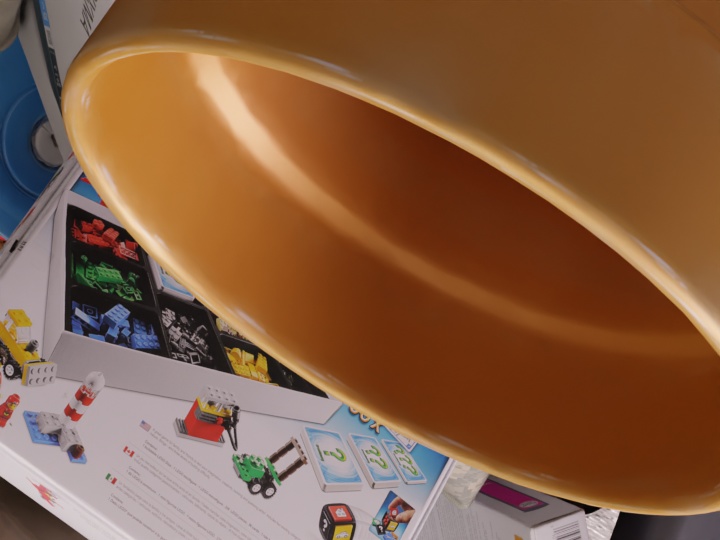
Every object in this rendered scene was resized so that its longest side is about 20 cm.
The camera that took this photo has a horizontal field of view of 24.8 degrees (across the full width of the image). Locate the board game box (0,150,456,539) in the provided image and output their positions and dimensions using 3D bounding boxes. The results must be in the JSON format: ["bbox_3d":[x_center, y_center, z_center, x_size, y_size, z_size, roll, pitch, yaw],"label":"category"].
[{"bbox_3d":[-0.061,0.055,0.637,0.200,0.127,0.035,40,153,-15],"label":"board game box"}]

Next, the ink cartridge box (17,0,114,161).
[{"bbox_3d":[-0.091,-0.078,0.666,0.177,0.045,0.200,67,161,10],"label":"ink cartridge box"}]

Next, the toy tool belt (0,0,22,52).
[{"bbox_3d":[-0.249,-0.140,0.699,0.200,0.123,0.125,43,156,2],"label":"toy tool belt"}]

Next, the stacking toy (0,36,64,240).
[{"bbox_3d":[-0.198,-0.078,0.882,0.116,0.110,0.200,40,168,-31],"label":"stacking toy"}]

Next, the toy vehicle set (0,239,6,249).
[{"bbox_3d":[-0.177,0.038,0.888,0.027,0.199,0.125,43,136,52],"label":"toy vehicle set"}]

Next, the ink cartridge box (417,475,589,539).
[{"bbox_3d":[0.066,0.157,0.876,0.200,0.037,0.095,8,111,66],"label":"ink cartridge box"}]

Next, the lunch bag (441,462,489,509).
[{"bbox_3d":[0.000,0.000,0.754,0.200,0.118,0.164,33,157,8],"label":"lunch bag"}]

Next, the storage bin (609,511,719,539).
[{"bbox_3d":[0.208,0.181,0.858,0.199,0.135,0.146,31,159,0],"label":"storage bin"}]

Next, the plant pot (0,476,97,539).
[{"bbox_3d":[-0.107,0.098,0.719,0.200,0.173,0.200,41,160,18],"label":"plant pot"}]

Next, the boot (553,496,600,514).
[{"bbox_3d":[0.099,0.161,0.941,0.077,0.139,0.200,-9,-179,-18],"label":"boot"}]

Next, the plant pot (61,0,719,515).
[{"bbox_3d":[0.052,-0.065,0.440,0.199,0.184,0.200,26,159,11],"label":"plant pot"}]
